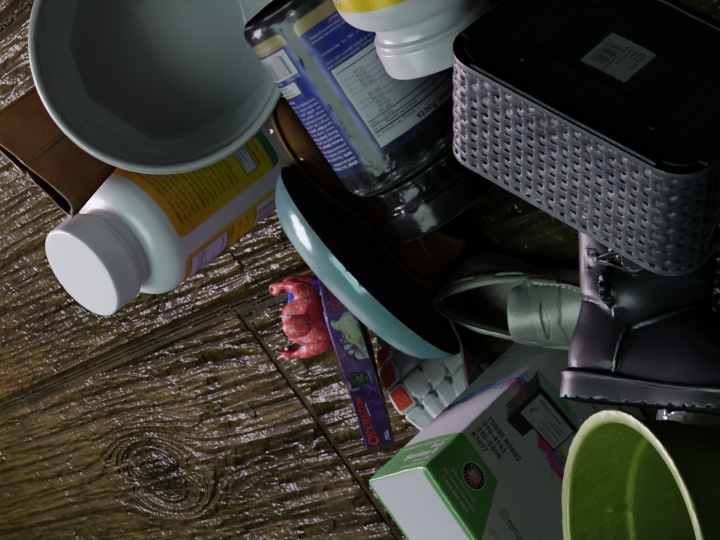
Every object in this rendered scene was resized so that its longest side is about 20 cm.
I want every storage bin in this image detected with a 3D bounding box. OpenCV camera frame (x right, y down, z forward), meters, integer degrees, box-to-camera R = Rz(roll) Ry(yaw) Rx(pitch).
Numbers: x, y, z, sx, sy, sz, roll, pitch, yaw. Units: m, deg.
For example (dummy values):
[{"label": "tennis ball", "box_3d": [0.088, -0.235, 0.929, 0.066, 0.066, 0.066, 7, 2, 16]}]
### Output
[{"label": "storage bin", "box_3d": [0.169, -0.104, 1.568, 0.200, 0.135, 0.094, 32, 145, 28]}]

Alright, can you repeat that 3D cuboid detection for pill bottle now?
[{"label": "pill bottle", "box_3d": [0.011, -0.126, 1.771, 0.200, 0.112, 0.112, 56, 149, -10]}, {"label": "pill bottle", "box_3d": [-0.159, -0.051, 1.983, 0.113, 0.200, 0.113, 32, 145, 26]}, {"label": "pill bottle", "box_3d": [0.018, -0.237, 1.643, 0.112, 0.112, 0.200, 4, 127, 50]}]

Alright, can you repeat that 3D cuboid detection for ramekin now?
[{"label": "ramekin", "box_3d": [-0.154, -0.174, 1.855, 0.200, 0.200, 0.105, 53, 179, -5]}]

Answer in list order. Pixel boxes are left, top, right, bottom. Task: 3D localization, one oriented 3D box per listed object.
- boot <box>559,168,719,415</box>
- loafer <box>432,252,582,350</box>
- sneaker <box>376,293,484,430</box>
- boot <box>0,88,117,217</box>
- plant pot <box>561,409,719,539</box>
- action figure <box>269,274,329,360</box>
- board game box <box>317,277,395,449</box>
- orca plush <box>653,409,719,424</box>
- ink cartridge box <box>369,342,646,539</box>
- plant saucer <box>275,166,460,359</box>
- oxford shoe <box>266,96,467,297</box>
[{"label": "boot", "box_3d": [0.227, 0.012, 1.613, 0.200, 0.076, 0.168, 4, 85, 35]}, {"label": "loafer", "box_3d": [0.140, 0.032, 1.810, 0.200, 0.070, 0.070, 9, 122, 47]}, {"label": "sneaker", "box_3d": [0.080, 0.110, 1.970, 0.077, 0.082, 0.200, -32, 72, 19]}, {"label": "boot", "box_3d": [-0.230, -0.168, 1.946, 0.188, 0.200, 0.068, 48, 162, -1]}, {"label": "plant pot", "box_3d": [0.269, 0.179, 1.661, 0.200, 0.190, 0.200, 170, 90, -68]}, {"label": "action figure", "box_3d": [-0.048, 0.038, 1.957, 0.200, 0.052, 0.066, -127, 27, -87]}, {"label": "board game box", "box_3d": [-0.008, 0.050, 1.942, 0.200, 0.032, 0.120, -103, 1, -69]}, {"label": "orca plush", "box_3d": [0.236, 0.085, 1.748, 0.200, 0.105, 0.071, 66, -173, -56]}, {"label": "ink cartridge box", "box_3d": [0.127, 0.155, 1.839, 0.145, 0.200, 0.084, 55, 145, -8]}, {"label": "plant saucer", "box_3d": [0.000, 0.000, 1.877, 0.200, 0.027, 0.200, 44, -169, -10]}, {"label": "oxford shoe", "box_3d": [0.008, -0.075, 1.893, 0.200, 0.071, 0.071, 45, 122, 7]}]
